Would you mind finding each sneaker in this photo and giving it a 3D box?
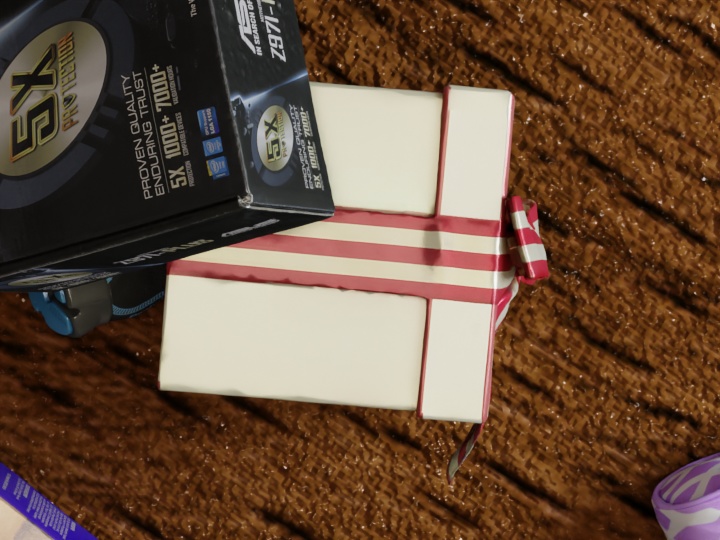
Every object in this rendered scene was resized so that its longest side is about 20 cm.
[{"bbox_3d":[-0.155,-0.069,1.268,0.082,0.073,0.200,-18,96,-29],"label":"sneaker"}]

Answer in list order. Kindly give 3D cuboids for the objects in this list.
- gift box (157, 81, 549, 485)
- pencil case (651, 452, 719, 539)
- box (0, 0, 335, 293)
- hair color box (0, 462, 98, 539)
[{"bbox_3d":[0.000,0.000,1.224,0.186,0.185,0.200,4,96,1],"label":"gift box"},{"bbox_3d":[0.232,0.187,1.314,0.085,0.084,0.200,-28,101,-22],"label":"pencil case"},{"bbox_3d":[-0.117,-0.104,1.106,0.164,0.086,0.200,-14,82,26],"label":"box"},{"bbox_3d":[-0.184,0.189,1.298,0.200,0.065,0.109,39,94,-9],"label":"hair color box"}]
